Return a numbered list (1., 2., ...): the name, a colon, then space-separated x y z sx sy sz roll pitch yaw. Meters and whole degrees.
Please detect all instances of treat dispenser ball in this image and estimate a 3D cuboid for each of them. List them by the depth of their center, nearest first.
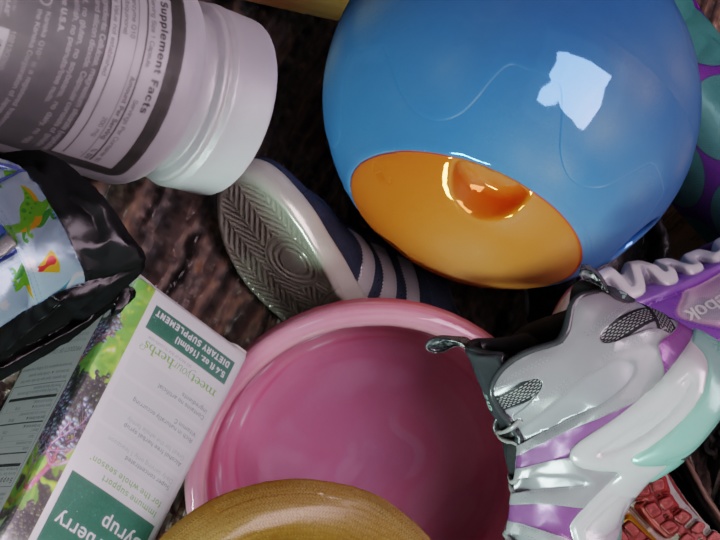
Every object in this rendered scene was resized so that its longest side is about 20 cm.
1. treat dispenser ball: 0.079 -0.090 1.437 0.200 0.201 0.202 4 83 -35

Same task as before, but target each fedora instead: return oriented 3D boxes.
1. fedora: -0.045 0.187 1.386 0.200 0.082 0.201 -7 109 -21

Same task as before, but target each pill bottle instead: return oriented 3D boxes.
1. pill bottle: -0.149 -0.109 1.365 0.199 0.114 0.114 16 77 -34

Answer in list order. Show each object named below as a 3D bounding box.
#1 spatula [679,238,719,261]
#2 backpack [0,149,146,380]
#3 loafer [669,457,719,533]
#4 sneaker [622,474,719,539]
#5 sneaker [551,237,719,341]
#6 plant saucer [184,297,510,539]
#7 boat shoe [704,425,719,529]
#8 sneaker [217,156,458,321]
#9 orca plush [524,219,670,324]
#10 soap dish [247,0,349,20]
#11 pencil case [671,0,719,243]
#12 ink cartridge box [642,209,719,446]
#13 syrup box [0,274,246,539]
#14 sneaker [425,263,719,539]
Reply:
1. spatula: 0.187 0.039 1.566 0.056 0.200 0.021 -18 54 -23
2. backpack: -0.228 0.017 1.285 0.200 0.163 0.154 -42 101 -24
3. loafer: 0.176 0.120 1.558 0.072 0.063 0.201 1 56 -51
4. sneaker: 0.157 0.148 1.494 0.078 0.082 0.201 -24 89 -6
5. sneaker: 0.202 0.028 1.455 0.199 0.081 0.089 -20 61 -20
6. plant saucer: 0.006 0.108 1.446 0.200 0.051 0.201 -1 105 -3
7. boat shoe: 0.218 0.117 1.587 0.073 0.063 0.201 -22 131 -49
8. sneaker: 0.000 0.000 1.492 0.200 0.075 0.085 53 54 -27
9. orca plush: 0.107 0.007 1.536 0.071 0.105 0.201 20 89 -61
10. soap dish: -0.052 -0.247 1.467 0.157 0.081 0.201 10 79 -34
11. pencil case: 0.214 -0.071 1.567 0.092 0.085 0.200 -39 87 -18
12. ink cartridge box: 0.268 0.010 1.674 0.200 0.075 0.165 -43 108 -31
13. syrup box: -0.145 0.108 1.368 0.079 0.081 0.201 37 65 -26
14. sneaker: 0.084 0.086 1.386 0.140 0.078 0.200 34 103 -1
